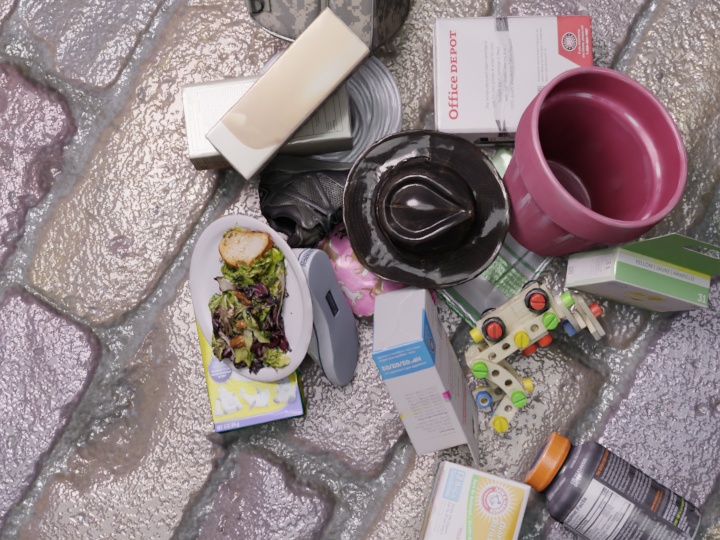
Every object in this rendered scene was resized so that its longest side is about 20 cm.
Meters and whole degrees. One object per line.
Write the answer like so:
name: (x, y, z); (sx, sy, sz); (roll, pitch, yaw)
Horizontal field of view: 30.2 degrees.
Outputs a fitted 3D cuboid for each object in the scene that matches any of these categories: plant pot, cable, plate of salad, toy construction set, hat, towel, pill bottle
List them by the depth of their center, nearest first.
hat: (0.078, -0.072, 1.516); (0.197, 0.081, 0.204); (0, 88, -4)
plate of salad: (-0.137, 0.036, 1.562); (0.198, 0.048, 0.203); (13, 112, 35)
plant pot: (0.252, -0.108, 1.563); (0.197, 0.179, 0.203); (8, 66, -18)
pill bottle: (0.295, 0.275, 1.585); (0.199, 0.106, 0.107); (33, 84, 6)
toy construction set: (0.207, 0.090, 1.613); (0.199, 0.092, 0.132); (-37, 103, -5)
towel: (0.168, -0.037, 1.670); (0.149, 0.031, 0.201); (40, 85, 6)
cable: (-0.046, -0.189, 1.679); (0.197, 0.069, 0.203); (9, 82, 2)

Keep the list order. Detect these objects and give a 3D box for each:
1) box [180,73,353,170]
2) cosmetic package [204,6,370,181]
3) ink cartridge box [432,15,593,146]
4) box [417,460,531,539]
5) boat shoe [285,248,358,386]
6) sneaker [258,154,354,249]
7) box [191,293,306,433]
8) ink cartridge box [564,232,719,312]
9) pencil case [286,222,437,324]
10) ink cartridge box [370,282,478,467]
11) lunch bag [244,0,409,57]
box: (-0.110, -0.183, 1.603); (0.197, 0.078, 0.097); (-6, 83, 0)
cosmetic package: (-0.082, -0.196, 1.509); (0.071, 0.105, 0.200); (44, 89, -4)
ink cartridge box: (0.188, -0.235, 1.670); (0.196, 0.083, 0.149); (-1, 81, 1)
box: (0.127, 0.287, 1.540); (0.100, 0.200, 0.114); (16, 82, 4)
boat shoe: (-0.066, 0.056, 1.610); (0.085, 0.204, 0.075); (7, 47, 29)
sneaker: (-0.025, -0.072, 1.586); (0.196, 0.076, 0.116); (4, 64, -4)
box: (-0.140, 0.091, 1.653); (0.115, 0.048, 0.203); (-12, 80, 1)
ink cartridge box: (0.353, 0.006, 1.553); (0.144, 0.199, 0.049); (15, 79, -24)
pencil case: (0.000, 0.000, 1.645); (0.199, 0.087, 0.083); (40, 48, 6)
ink cartridge box: (0.079, 0.132, 1.572); (0.067, 0.116, 0.202); (-16, 121, 15)
lunch bag: (-0.038, -0.353, 1.633); (0.165, 0.201, 0.141); (6, 120, 15)
